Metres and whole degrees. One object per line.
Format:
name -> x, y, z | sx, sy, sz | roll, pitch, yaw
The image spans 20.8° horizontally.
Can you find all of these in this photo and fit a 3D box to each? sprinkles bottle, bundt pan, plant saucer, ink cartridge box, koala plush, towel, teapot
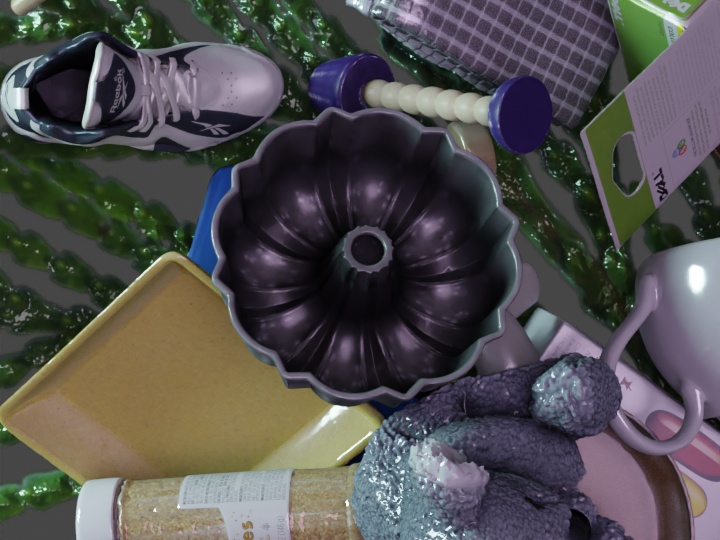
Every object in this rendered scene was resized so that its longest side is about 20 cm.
sprinkles bottle -> -0.091, 0.171, 1.343 | 0.199, 0.068, 0.069 | -5, 95, 8
bundt pan -> 0.000, 0.000, 1.269 | 0.201, 0.076, 0.203 | 3, 68, -7
plant saucer -> 0.126, 0.180, 1.331 | 0.199, 0.032, 0.201 | 0, 92, -3
ink cartridge box -> 0.204, -0.137, 1.345 | 0.200, 0.148, 0.076 | -45, 56, -13
koala plush -> 0.073, 0.161, 1.197 | 0.183, 0.200, 0.178 | -6, 102, 10
towel -> 0.112, -0.206, 1.357 | 0.199, 0.086, 0.166 | 25, 91, -30
teapot -> 0.279, 0.052, 1.323 | 0.199, 0.197, 0.147 | -10, 83, 24
plant saucer -> -0.115, 0.091, 1.362 | 0.200, 0.049, 0.200 | 40, 119, -19

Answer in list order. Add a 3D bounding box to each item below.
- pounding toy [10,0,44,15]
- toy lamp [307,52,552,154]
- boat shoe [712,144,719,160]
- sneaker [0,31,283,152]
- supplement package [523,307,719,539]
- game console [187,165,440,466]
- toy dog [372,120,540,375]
pounding toy -> -0.139, -0.261, 1.325 | 0.199, 0.184, 0.143 | 0, 83, -7
toy lamp -> 0.040, -0.116, 1.341 | 0.058, 0.200, 0.059 | -9, 103, -40
boat shoe -> 0.329, -0.039, 1.420 | 0.200, 0.072, 0.068 | 39, 69, -9
sneaker -> -0.149, -0.121, 1.347 | 0.198, 0.130, 0.080 | 3, 94, -6
supplement package -> 0.184, 0.131, 1.406 | 0.200, 0.110, 0.114 | 35, 91, -7
game console -> -0.040, 0.047, 1.425 | 0.199, 0.119, 0.171 | 18, 123, -6
toy dog -> 0.063, -0.004, 1.371 | 0.131, 0.096, 0.201 | 1, 71, -3
